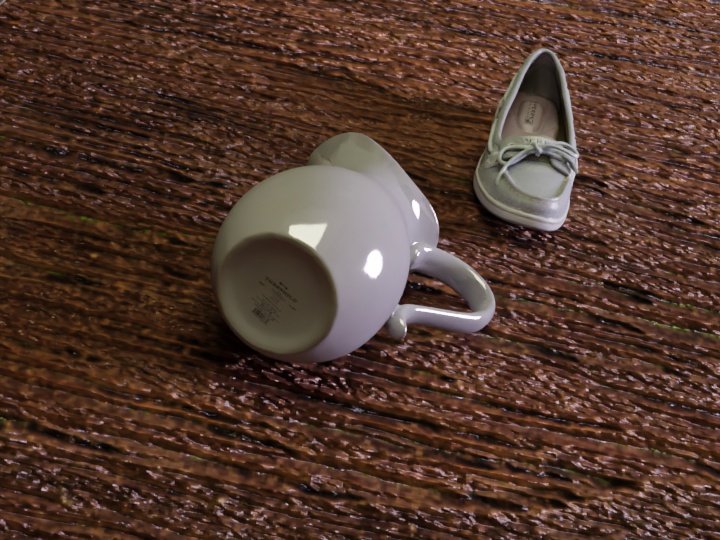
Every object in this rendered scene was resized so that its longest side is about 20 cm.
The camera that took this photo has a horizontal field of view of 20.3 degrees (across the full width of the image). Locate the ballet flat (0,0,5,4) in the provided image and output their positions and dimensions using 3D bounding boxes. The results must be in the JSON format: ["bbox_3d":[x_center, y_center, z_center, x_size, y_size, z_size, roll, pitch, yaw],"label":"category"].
[{"bbox_3d":[-0.370,-0.253,1.585,0.199,0.068,0.062,12,23,-4],"label":"ballet flat"}]

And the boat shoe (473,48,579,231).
[{"bbox_3d":[0.131,-0.099,1.534,0.074,0.065,0.202,14,33,1],"label":"boat shoe"}]

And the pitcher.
[{"bbox_3d":[0.000,0.000,1.308,0.171,0.121,0.200,36,25,6],"label":"pitcher"}]
